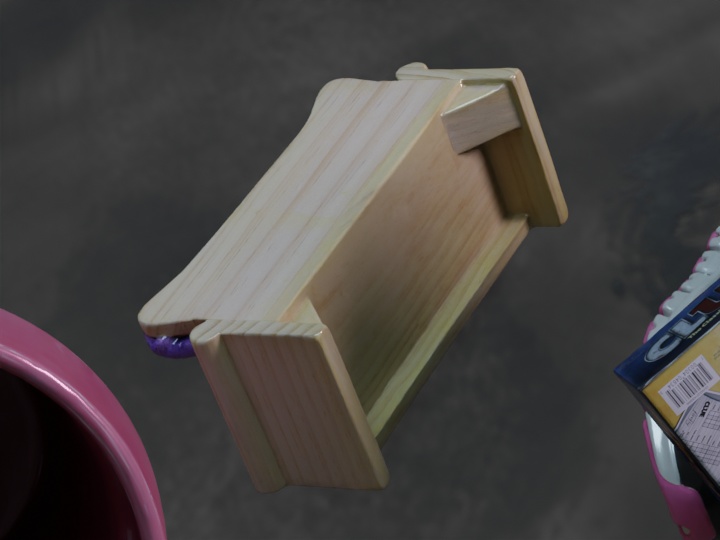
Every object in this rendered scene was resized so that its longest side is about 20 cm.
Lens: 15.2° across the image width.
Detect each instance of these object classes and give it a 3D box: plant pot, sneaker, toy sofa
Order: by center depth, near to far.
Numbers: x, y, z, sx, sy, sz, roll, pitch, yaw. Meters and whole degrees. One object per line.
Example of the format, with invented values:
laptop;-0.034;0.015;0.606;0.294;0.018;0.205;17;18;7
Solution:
plant pot;-0.175;0.090;1.013;0.199;0.201;0.179;-20;18;-3
sneaker;0.168;0.029;1.028;0.087;0.074;0.200;-5;30;29
toy sofa;0.000;0.000;1.142;0.097;0.083;0.200;0;37;33

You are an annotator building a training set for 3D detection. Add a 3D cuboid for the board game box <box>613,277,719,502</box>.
board game box;0.205;0.022;0.918;0.200;0.136;0.035;-40;14;-1
